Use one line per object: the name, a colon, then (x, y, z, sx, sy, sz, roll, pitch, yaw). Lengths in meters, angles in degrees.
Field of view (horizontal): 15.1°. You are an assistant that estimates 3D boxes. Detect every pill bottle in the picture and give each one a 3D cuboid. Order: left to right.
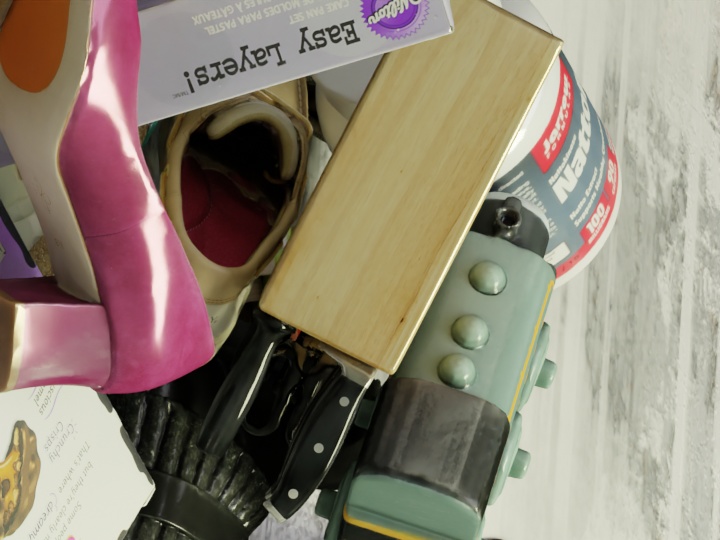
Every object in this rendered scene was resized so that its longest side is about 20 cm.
pill bottle: (0.046, -0.074, 1.290, 0.200, 0.119, 0.120, 50, 43, -60)

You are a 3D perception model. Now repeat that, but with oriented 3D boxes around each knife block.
knife block: (0.000, 0.000, 1.110, 0.176, 0.064, 0.200, -66, -176, -39)

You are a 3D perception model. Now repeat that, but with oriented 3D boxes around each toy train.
toy train: (0.041, 0.058, 1.214, 0.114, 0.085, 0.200, 105, 6, -55)

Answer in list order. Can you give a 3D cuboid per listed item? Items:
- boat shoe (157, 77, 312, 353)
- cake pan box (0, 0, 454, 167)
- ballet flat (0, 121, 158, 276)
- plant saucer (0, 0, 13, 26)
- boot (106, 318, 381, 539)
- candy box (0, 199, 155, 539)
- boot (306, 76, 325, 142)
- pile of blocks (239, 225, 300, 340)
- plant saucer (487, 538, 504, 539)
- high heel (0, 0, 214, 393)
boat shoe: (-0.052, -0.046, 1.186, 0.074, 0.069, 0.200, 27, 44, -14)
cake pan box: (-0.060, -0.123, 1.087, 0.184, 0.200, 0.052, -98, 169, -62)
ballet flat: (-0.125, -0.053, 1.169, 0.065, 0.070, 0.200, 32, 50, -24)
plant saucer: (-0.209, -0.088, 0.911, 0.035, 0.200, 0.200, 54, 17, 24)
boot: (-0.060, 0.111, 1.227, 0.211, 0.079, 0.158, 25, 58, -49)
candy box: (-0.175, 0.067, 1.028, 0.200, 0.071, 0.168, 66, 33, -31)
boot: (-0.019, -0.163, 1.367, 0.200, 0.072, 0.155, 50, 46, -48)
pile of blocks: (-0.031, 0.010, 1.297, 0.200, 0.082, 0.062, -4, 89, -63)
plant saucer: (0.092, 0.253, 1.546, 0.200, 0.032, 0.200, 16, 72, -60)
high heel: (-0.084, -0.046, 1.000, 0.096, 0.067, 0.200, -5, 110, -35)
